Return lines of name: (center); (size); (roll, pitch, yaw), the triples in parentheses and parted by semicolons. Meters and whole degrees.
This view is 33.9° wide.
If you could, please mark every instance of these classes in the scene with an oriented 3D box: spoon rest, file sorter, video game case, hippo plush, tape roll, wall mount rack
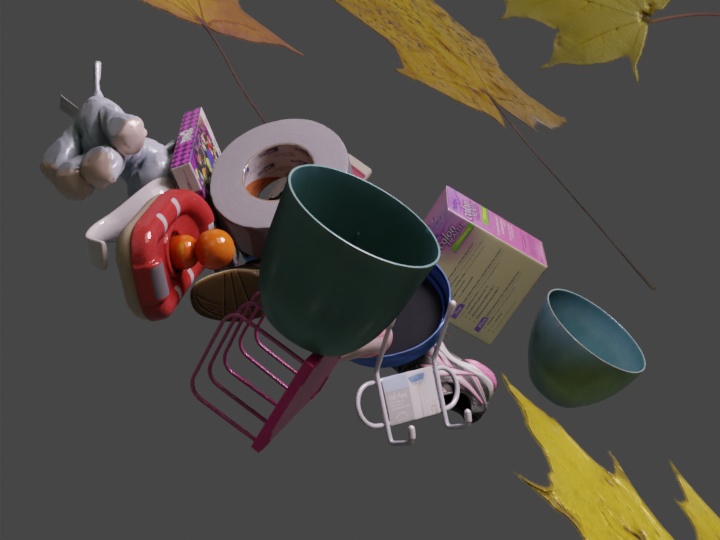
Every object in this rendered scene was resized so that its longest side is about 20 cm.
spoon rest: (-0.302, -0.061, 1.589); (0.060, 0.101, 0.200); (15, 27, 25)
file sorter: (-0.103, 0.101, 1.476); (0.125, 0.140, 0.200); (36, 24, 7)
video game case: (-0.219, -0.115, 1.716); (0.201, 0.035, 0.184); (-93, 165, -61)
hippo plush: (-0.344, -0.150, 1.663); (0.161, 0.159, 0.200); (44, 4, -46)
tape roll: (-0.106, -0.114, 1.629); (0.201, 0.198, 0.067); (56, -11, 39)
wall mount rack: (0.081, 0.140, 1.612); (0.198, 0.074, 0.177); (-8, 86, -42)

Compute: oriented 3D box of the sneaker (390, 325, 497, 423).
sneaker: (0.106, 0.155, 1.725); (0.197, 0.081, 0.087); (23, 47, -2)

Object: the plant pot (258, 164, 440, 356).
plant pot: (-0.029, 0.001, 1.387); (0.198, 0.163, 0.201); (24, 23, -11)

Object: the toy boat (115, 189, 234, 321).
toy boat: (-0.222, -0.025, 1.516); (0.128, 0.133, 0.201); (-3, 26, 13)

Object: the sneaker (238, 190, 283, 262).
sneaker: (-0.110, -0.095, 1.716); (0.082, 0.201, 0.071); (26, -19, 36)

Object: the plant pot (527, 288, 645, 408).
plant pot: (0.356, 0.148, 1.977); (0.198, 0.136, 0.201); (28, 25, -15)

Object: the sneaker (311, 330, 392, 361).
sneaker: (-0.060, 0.065, 1.624); (0.198, 0.077, 0.104); (25, 18, 24)

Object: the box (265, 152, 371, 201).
box: (-0.076, -0.116, 1.912); (0.108, 0.129, 0.200); (34, 24, 1)

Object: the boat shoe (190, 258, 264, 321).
boat shoe: (-0.135, 0.021, 1.607); (0.196, 0.075, 0.065); (-8, 14, -12)

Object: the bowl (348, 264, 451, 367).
bowl: (0.036, 0.054, 1.716); (0.197, 0.040, 0.203); (-6, 50, 7)

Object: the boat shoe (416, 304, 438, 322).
boat shoe: (0.096, 0.074, 1.824); (0.064, 0.073, 0.200); (25, 1, 9)

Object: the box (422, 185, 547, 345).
box: (0.181, -0.007, 1.985); (0.198, 0.177, 0.097); (28, 25, -12)
